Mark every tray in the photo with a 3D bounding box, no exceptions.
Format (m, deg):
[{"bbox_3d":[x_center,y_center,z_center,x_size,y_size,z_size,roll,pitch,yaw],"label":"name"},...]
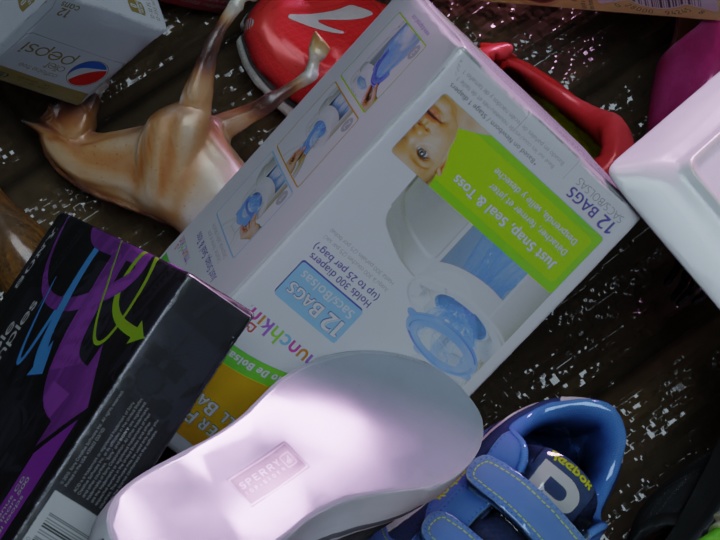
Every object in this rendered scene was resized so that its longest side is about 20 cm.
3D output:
[{"bbox_3d":[0.190,-0.047,0.909,0.107,0.022,0.200,49,45,3],"label":"tray"}]

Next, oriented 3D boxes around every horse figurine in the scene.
[{"bbox_3d":[-0.043,-0.034,0.968,0.132,0.050,0.200,-41,97,8],"label":"horse figurine"}]

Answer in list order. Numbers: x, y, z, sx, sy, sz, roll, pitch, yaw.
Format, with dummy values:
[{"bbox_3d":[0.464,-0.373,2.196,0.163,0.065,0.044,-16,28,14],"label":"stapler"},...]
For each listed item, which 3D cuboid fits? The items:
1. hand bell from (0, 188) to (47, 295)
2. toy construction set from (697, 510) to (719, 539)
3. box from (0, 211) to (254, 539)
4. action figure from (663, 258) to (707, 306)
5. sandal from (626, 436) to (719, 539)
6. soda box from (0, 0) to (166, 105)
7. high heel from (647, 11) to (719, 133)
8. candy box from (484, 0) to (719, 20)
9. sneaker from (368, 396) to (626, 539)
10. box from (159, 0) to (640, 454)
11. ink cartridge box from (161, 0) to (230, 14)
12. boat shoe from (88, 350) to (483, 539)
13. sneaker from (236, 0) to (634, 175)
[{"bbox_3d":[-0.180,-0.046,0.955,0.104,0.104,0.200,-36,93,-18],"label":"hand bell"},{"bbox_3d":[0.203,0.165,0.883,0.092,0.131,0.201,-11,89,-30],"label":"toy construction set"},{"bbox_3d":[-0.123,0.054,0.849,0.036,0.200,0.143,35,84,-21],"label":"box"},{"bbox_3d":[0.216,-0.022,0.997,0.199,0.102,0.119,6,56,-37],"label":"action figure"},{"bbox_3d":[0.162,0.111,0.962,0.075,0.048,0.201,35,85,-35],"label":"sandal"},{"bbox_3d":[-0.155,-0.178,0.967,0.068,0.064,0.201,15,48,-48],"label":"soda box"},{"bbox_3d":[0.157,-0.148,1.036,0.096,0.067,0.201,33,65,-8],"label":"high heel"},{"bbox_3d":[0.082,-0.189,1.015,0.199,0.055,0.116,7,70,14],"label":"candy box"},{"bbox_3d":[0.051,0.113,0.888,0.074,0.082,0.200,49,37,-6],"label":"sneaker"},{"bbox_3d":[0.000,0.000,0.893,0.112,0.101,0.200,40,99,-23],"label":"box"},{"bbox_3d":[-0.034,-0.222,0.958,0.083,0.199,0.148,10,68,-41],"label":"ink cartridge box"},{"bbox_3d":[-0.032,0.091,0.794,0.070,0.066,0.200,45,39,13],"label":"boat shoe"},{"bbox_3d":[0.040,-0.088,0.993,0.199,0.085,0.077,24,70,-1],"label":"sneaker"}]
